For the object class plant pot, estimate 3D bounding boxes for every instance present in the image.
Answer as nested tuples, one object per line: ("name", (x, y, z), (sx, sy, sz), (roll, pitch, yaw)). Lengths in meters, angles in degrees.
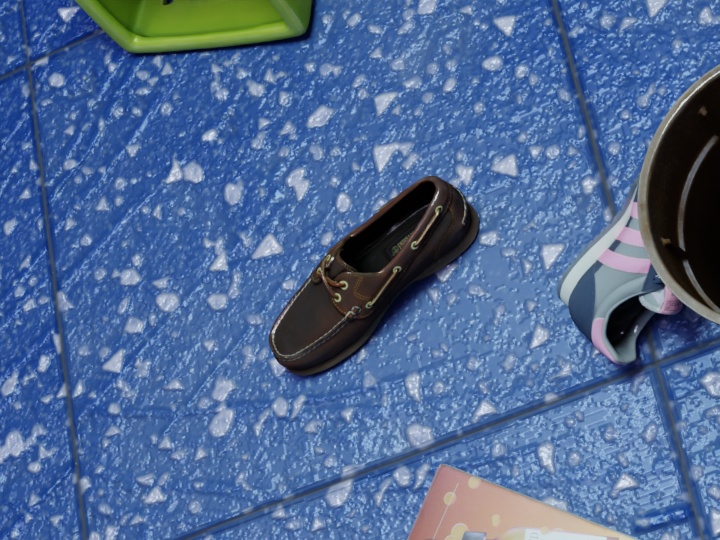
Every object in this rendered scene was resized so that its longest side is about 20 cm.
("plant pot", (0.307, -0.020, 1.260), (0.199, 0.198, 0.202), (-11, 64, 23))
("plant pot", (-0.152, -0.320, 1.640), (0.199, 0.199, 0.183), (-3, 62, 28))

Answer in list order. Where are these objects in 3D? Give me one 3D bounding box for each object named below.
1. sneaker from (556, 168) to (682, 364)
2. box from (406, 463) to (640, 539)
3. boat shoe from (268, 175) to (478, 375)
("sneaker", (0.219, -0.017, 1.351), (0.201, 0.070, 0.082), (-59, 46, 38))
("box", (0.125, 0.244, 1.303), (0.199, 0.106, 0.153), (18, 79, 32))
("boat shoe", (0.000, 0.000, 1.495), (0.200, 0.070, 0.071), (-43, 57, 7))
